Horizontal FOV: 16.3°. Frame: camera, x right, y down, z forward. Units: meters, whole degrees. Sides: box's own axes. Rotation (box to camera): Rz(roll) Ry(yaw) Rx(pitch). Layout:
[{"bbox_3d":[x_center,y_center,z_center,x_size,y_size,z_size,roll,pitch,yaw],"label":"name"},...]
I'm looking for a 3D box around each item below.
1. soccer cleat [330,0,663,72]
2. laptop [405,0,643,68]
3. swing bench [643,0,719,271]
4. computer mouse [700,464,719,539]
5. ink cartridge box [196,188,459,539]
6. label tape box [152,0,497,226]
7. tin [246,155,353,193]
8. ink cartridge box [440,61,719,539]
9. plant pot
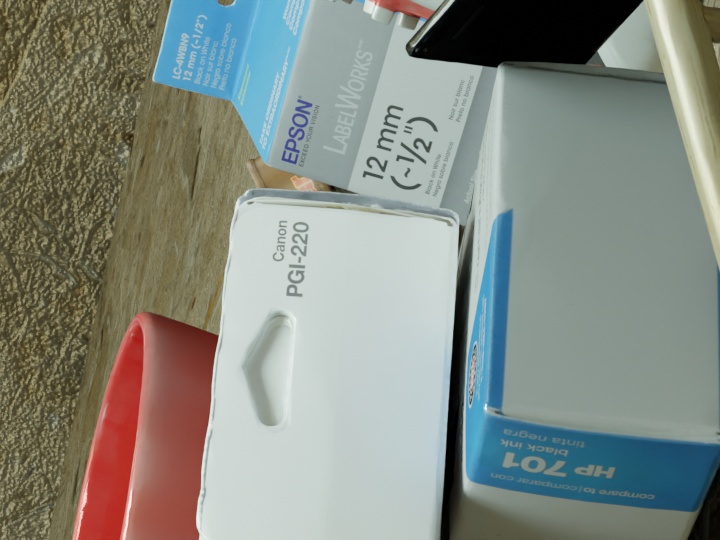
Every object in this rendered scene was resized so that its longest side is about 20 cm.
[{"bbox_3d":[0.044,-0.134,1.048,0.085,0.200,0.069,-65,-4,8],"label":"soccer cleat"},{"bbox_3d":[0.089,-0.174,0.886,0.187,0.116,0.200,-48,-20,21],"label":"laptop"},{"bbox_3d":[0.151,-0.012,0.592,0.199,0.130,0.200,139,135,-71],"label":"swing bench"},{"bbox_3d":[0.129,0.082,0.850,0.059,0.034,0.200,-85,4,-65],"label":"computer mouse"},{"bbox_3d":[-0.016,0.082,0.925,0.200,0.085,0.146,94,180,-61],"label":"ink cartridge box"},{"bbox_3d":[0.011,-0.109,1.134,0.066,0.200,0.143,-77,4,-63],"label":"label tape box"},{"bbox_3d":[0.000,0.000,1.251,0.112,0.042,0.200,63,-175,21],"label":"tin"},{"bbox_3d":[0.074,0.044,0.905,0.200,0.086,0.147,102,174,-56],"label":"ink cartridge box"},{"bbox_3d":[-0.042,0.133,1.234,0.200,0.177,0.201,-169,90,-79],"label":"plant pot"}]
